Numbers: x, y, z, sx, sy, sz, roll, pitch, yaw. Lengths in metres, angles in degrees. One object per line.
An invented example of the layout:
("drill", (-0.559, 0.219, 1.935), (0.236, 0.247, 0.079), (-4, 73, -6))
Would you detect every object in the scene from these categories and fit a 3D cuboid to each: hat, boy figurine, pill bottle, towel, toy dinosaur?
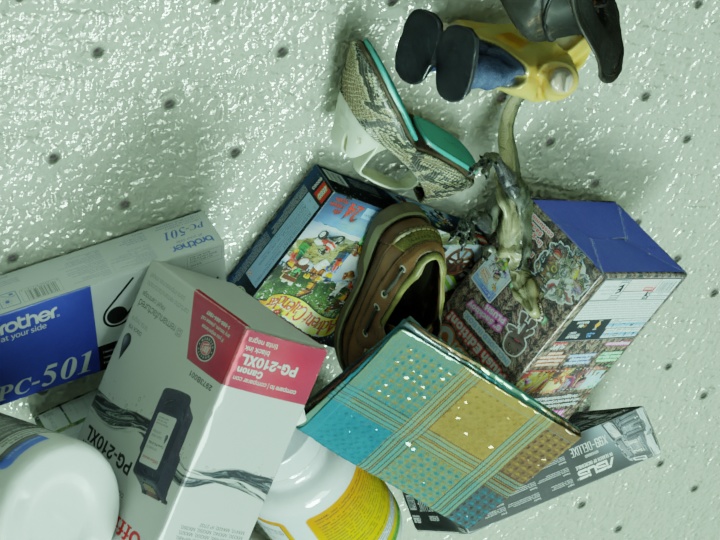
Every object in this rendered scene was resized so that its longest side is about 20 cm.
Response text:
("hat", (0.133, -0.228, 1.556), (0.081, 0.201, 0.201), (-9, 144, 17))
("boy figurine", (0.118, -0.162, 1.625), (0.200, 0.124, 0.065), (-11, 121, -49))
("pill bottle", (-0.281, 0.159, 1.583), (0.114, 0.200, 0.114), (-14, 109, -44))
("towel", (0.062, 0.127, 1.756), (0.200, 0.022, 0.147), (32, 122, -27))
("pill bottle", (-0.044, 0.183, 1.854), (0.111, 0.111, 0.200), (-33, 140, -2))
("toy dinosaur", (0.113, -0.058, 1.706), (0.088, 0.047, 0.200), (-6, 96, -54))

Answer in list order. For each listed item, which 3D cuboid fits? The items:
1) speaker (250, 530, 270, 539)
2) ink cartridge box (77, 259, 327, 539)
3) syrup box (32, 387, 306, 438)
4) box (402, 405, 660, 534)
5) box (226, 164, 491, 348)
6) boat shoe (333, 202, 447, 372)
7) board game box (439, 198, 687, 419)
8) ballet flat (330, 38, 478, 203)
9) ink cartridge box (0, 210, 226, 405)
("speaker", (-0.130, 0.252, 1.888), (0.081, 0.081, 0.200), (-42, 140, 8))
("ink cartridge box", (-0.128, 0.115, 1.592), (0.084, 0.145, 0.200), (17, 99, -39))
("syrup box", (-0.152, 0.119, 1.718), (0.200, 0.079, 0.082), (-23, 106, -12))
("box", (0.154, 0.182, 1.970), (0.200, 0.050, 0.158), (-20, 180, -17))
("box", (0.000, 0.000, 1.761), (0.200, 0.038, 0.137), (18, 117, -44))
("boat shoe", (0.027, 0.042, 1.737), (0.072, 0.068, 0.200), (-16, 137, -22))
("board game box", (0.154, 0.045, 1.833), (0.159, 0.097, 0.200), (1, 132, -56))
("ballet flat", (0.022, -0.102, 1.659), (0.075, 0.068, 0.200), (-33, 145, 11))
("ink cartridge box", (-0.201, 0.030, 1.646), (0.200, 0.044, 0.094), (-19, 136, -18))
